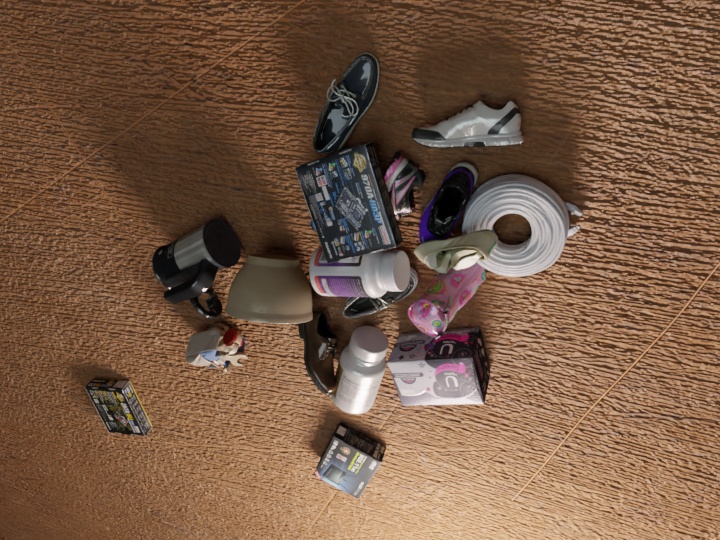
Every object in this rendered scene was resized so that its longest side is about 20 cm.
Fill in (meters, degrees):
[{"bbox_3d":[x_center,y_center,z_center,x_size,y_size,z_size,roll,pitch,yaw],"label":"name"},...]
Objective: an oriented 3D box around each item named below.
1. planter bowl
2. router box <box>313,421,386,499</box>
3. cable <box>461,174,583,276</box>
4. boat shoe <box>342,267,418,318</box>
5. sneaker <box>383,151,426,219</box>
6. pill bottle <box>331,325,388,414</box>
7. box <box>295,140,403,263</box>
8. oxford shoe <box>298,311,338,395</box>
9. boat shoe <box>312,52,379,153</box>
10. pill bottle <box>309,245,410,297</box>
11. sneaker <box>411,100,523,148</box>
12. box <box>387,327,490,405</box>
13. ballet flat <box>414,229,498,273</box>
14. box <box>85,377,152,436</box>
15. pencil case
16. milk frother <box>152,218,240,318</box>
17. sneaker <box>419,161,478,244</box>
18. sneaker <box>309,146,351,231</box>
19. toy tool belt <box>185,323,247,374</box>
[{"bbox_3d":[-0.200,0.034,1.235,0.197,0.200,0.137,8,96,16],"label":"planter bowl"},{"bbox_3d":[-0.032,0.535,1.534,0.148,0.062,0.202,26,125,3],"label":"router box"},{"bbox_3d":[0.290,-0.079,1.034,0.199,0.069,0.201,36,126,-3],"label":"cable"},{"bbox_3d":[0.043,0.060,1.213,0.199,0.071,0.072,-32,105,32],"label":"boat shoe"},{"bbox_3d":[0.063,-0.128,1.089,0.085,0.081,0.201,27,128,-2],"label":"sneaker"},{"bbox_3d":[0.001,0.237,1.310,0.113,0.115,0.202,21,125,8],"label":"pill bottle"},{"bbox_3d":[-0.022,-0.127,1.051,0.157,0.046,0.203,-13,103,27],"label":"box"},{"bbox_3d":[-0.089,0.194,1.295,0.084,0.072,0.203,-23,79,35],"label":"oxford shoe"},{"bbox_3d":[-0.032,-0.308,1.016,0.075,0.062,0.201,40,116,6],"label":"boat shoe"},{"bbox_3d":[0.000,0.000,1.153,0.197,0.112,0.113,1,121,31],"label":"pill bottle"},{"bbox_3d":[0.189,-0.259,0.975,0.197,0.074,0.081,0,106,16],"label":"sneaker"},{"bbox_3d":[0.178,0.217,1.229,0.197,0.115,0.134,-8,117,24],"label":"box"},{"bbox_3d":[0.171,-0.029,1.036,0.199,0.070,0.070,-16,115,51],"label":"ballet flat"},{"bbox_3d":[-0.787,0.446,1.782,0.157,0.049,0.203,-3,118,20],"label":"box"},{"bbox_3d":[0.175,0.044,1.074,0.087,0.200,0.088,22,132,27],"label":"pencil case"},{"bbox_3d":[-0.363,0.005,1.316,0.186,0.183,0.199,-20,154,30],"label":"milk frother"},{"bbox_3d":[0.155,-0.106,1.050,0.069,0.100,0.202,25,129,5],"label":"sneaker"},{"bbox_3d":[-0.051,-0.168,1.124,0.090,0.078,0.201,42,119,9],"label":"sneaker"},{"bbox_3d":[-0.358,0.207,1.446,0.198,0.127,0.123,-15,145,31],"label":"toy tool belt"}]
